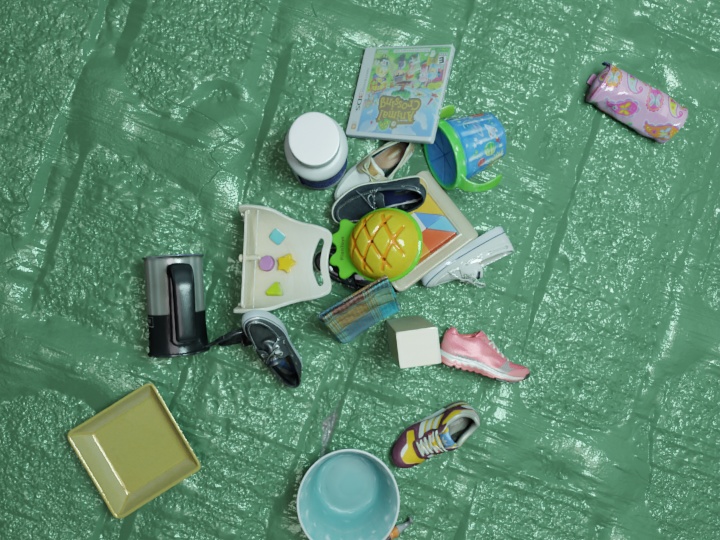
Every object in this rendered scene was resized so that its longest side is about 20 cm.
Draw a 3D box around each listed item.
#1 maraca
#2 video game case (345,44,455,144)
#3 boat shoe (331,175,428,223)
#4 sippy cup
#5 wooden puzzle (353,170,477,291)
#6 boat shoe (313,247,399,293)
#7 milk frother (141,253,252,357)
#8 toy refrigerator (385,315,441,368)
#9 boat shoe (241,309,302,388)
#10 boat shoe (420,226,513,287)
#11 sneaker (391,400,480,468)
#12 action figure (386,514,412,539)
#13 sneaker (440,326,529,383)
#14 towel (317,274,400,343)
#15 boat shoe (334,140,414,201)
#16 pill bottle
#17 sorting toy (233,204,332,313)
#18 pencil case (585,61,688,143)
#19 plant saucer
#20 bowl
[{"bbox_3d":[0.026,-0.045,0.981,0.197,0.106,0.140,-3,80,30],"label":"maraca"},{"bbox_3d":[0.073,-0.346,1.024,0.197,0.022,0.186,14,90,32],"label":"video game case"},{"bbox_3d":[0.036,-0.131,1.016,0.196,0.063,0.075,-13,125,8],"label":"boat shoe"},{"bbox_3d":[0.212,-0.245,1.036,0.128,0.139,0.181,-21,101,-12],"label":"sippy cup"},{"bbox_3d":[0.104,-0.085,1.042,0.198,0.037,0.186,-34,68,-3],"label":"wooden puzzle"},{"bbox_3d":[0.000,0.002,1.056,0.196,0.066,0.076,22,90,-2],"label":"boat shoe"},{"bbox_3d":[-0.307,0.063,1.026,0.198,0.179,0.192,-4,92,-45],"label":"milk frother"},{"bbox_3d":[0.096,0.134,0.995,0.074,0.200,0.071,-7,91,-3],"label":"toy refrigerator"},{"bbox_3d":[-0.164,0.157,0.998,0.069,0.067,0.202,-20,132,2],"label":"boat shoe"},{"bbox_3d":[0.223,-0.003,1.059,0.200,0.075,0.087,-30,75,-8],"label":"boat shoe"},{"bbox_3d":[0.149,0.335,1.054,0.199,0.090,0.075,-36,92,-2],"label":"sneaker"},{"bbox_3d":[0.041,0.614,1.050,0.190,0.105,0.203,-20,67,3],"label":"action figure"},{"bbox_3d":[0.256,0.170,1.065,0.196,0.074,0.088,15,89,-2],"label":"sneaker"},{"bbox_3d":[0.004,0.080,0.995,0.145,0.200,0.022,-31,69,-1],"label":"towel"},{"bbox_3d":[0.025,-0.201,1.054,0.200,0.068,0.075,-44,92,-1],"label":"boat shoe"},{"bbox_3d":[-0.082,-0.223,0.984,0.117,0.200,0.122,0,91,-2],"label":"pill bottle"},{"bbox_3d":[-0.143,-0.016,1.014,0.176,0.107,0.204,1,83,5],"label":"sorting toy"},{"bbox_3d":[0.558,-0.340,1.068,0.198,0.087,0.089,28,90,-2],"label":"pencil case"},{"bbox_3d":[-0.446,0.355,1.052,0.198,0.048,0.202,-31,92,-2],"label":"plant saucer"},{"bbox_3d":[-0.024,0.439,1.041,0.197,0.105,0.205,0,91,-2],"label":"bowl"}]
